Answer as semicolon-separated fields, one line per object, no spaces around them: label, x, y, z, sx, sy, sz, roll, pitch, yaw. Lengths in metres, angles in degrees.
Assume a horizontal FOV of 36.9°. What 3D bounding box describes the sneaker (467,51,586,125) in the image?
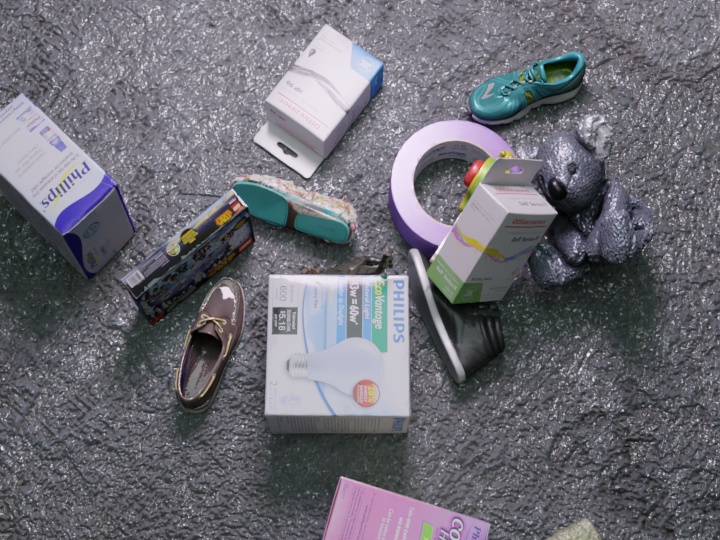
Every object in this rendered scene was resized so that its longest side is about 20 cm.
sneaker;0.254;-0.288;1.652;0.197;0.080;0.079;-23;74;-7

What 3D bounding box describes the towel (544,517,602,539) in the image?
towel;0.292;0.449;1.444;0.146;0.037;0.203;-21;74;-9

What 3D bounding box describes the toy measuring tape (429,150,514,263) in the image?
toy measuring tape;0.161;-0.094;1.527;0.073;0.074;0.201;33;74;9

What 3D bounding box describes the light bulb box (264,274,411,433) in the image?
light bulb box;-0.029;0.118;1.494;0.195;0.125;0.202;0;72;-1

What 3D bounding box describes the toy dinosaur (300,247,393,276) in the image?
toy dinosaur;0.000;0.000;1.534;0.087;0.198;0.048;-9;86;-43

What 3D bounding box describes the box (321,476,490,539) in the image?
box;0.052;0.352;1.395;0.196;0.176;0.098;16;72;3

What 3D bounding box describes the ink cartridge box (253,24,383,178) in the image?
ink cartridge box;-0.065;-0.257;1.640;0.115;0.068;0.201;34;75;9

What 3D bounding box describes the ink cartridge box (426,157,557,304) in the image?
ink cartridge box;0.189;-0.053;1.474;0.116;0.202;0.068;-4;42;-44

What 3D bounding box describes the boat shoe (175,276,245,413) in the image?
boat shoe;-0.213;0.099;1.529;0.070;0.060;0.203;17;73;4

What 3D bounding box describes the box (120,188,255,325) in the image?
box;-0.239;-0.016;1.524;0.199;0.137;0.040;-41;77;-12

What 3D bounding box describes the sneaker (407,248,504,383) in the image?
sneaker;0.141;0.051;1.552;0.098;0.071;0.203;-22;80;-10

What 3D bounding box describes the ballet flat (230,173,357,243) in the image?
ballet flat;-0.094;-0.096;1.591;0.197;0.076;0.064;23;39;2

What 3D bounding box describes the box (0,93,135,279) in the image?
box;-0.431;-0.115;1.527;0.200;0.184;0.105;43;74;11

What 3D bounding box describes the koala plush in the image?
koala plush;0.311;-0.108;1.531;0.183;0.176;0.203;-31;94;-47

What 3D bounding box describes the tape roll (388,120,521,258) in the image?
tape roll;0.141;-0.118;1.604;0.196;0.066;0.204;0;73;-1
